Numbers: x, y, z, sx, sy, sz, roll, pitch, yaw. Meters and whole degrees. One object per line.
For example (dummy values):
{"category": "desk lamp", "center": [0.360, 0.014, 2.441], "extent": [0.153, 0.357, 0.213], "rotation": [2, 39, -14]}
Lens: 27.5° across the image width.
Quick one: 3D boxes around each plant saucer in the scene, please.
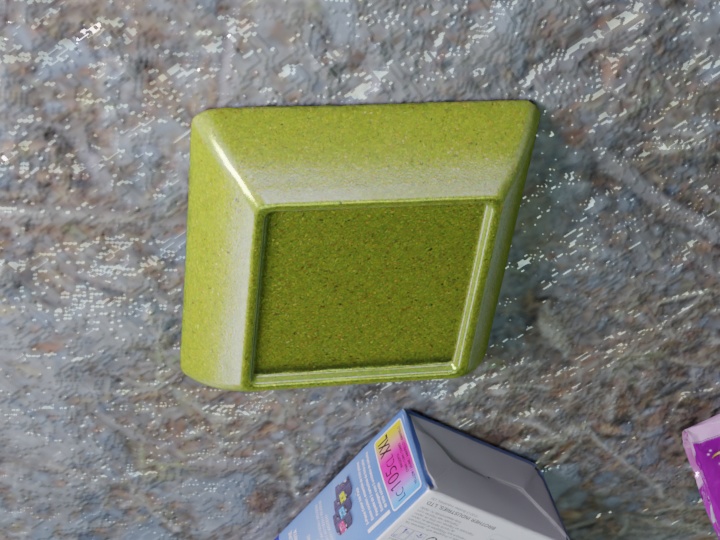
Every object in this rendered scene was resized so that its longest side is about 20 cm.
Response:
{"category": "plant saucer", "center": [0.000, 0.000, 0.848], "extent": [0.198, 0.048, 0.201], "rotation": [-3, 132, -13]}

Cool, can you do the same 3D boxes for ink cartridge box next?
{"category": "ink cartridge box", "center": [0.024, 0.202, 1.017], "extent": [0.136, 0.077, 0.200], "rotation": [26, 119, -32]}

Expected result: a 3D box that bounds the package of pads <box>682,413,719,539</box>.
{"category": "package of pads", "center": [0.331, 0.130, 1.006], "extent": [0.198, 0.121, 0.076], "rotation": [-24, 139, 6]}
